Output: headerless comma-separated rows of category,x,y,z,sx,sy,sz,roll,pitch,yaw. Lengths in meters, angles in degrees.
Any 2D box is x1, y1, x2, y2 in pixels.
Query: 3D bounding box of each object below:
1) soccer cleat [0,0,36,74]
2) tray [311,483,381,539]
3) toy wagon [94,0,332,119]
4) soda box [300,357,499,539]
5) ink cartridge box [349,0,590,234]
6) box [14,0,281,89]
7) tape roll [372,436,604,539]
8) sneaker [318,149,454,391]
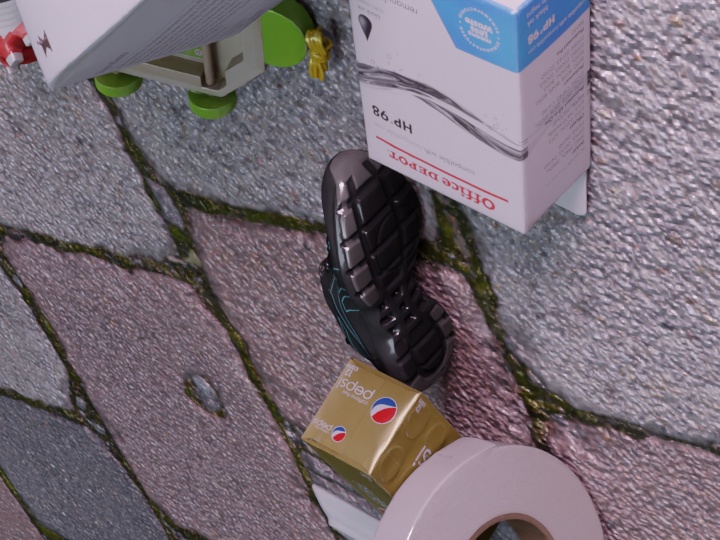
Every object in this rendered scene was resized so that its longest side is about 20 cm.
soccer cleat,-0.230,-0.206,1.247,0.086,0.068,0.200,65,162,12
tray,0.039,0.229,1.414,0.107,0.022,0.200,23,167,35
toy wagon,-0.108,-0.163,1.131,0.199,0.040,0.156,14,143,13
soda box,0.037,0.139,1.263,0.064,0.068,0.200,24,166,34
ink cartridge box,0.062,-0.101,0.987,0.115,0.067,0.201,28,147,29
box,-0.111,-0.226,0.928,0.200,0.130,0.200,-22,89,60
tape roll,0.088,0.216,1.224,0.037,0.203,0.203,4,131,51
sneaker,0.000,0.000,1.192,0.079,0.075,0.201,24,145,38
